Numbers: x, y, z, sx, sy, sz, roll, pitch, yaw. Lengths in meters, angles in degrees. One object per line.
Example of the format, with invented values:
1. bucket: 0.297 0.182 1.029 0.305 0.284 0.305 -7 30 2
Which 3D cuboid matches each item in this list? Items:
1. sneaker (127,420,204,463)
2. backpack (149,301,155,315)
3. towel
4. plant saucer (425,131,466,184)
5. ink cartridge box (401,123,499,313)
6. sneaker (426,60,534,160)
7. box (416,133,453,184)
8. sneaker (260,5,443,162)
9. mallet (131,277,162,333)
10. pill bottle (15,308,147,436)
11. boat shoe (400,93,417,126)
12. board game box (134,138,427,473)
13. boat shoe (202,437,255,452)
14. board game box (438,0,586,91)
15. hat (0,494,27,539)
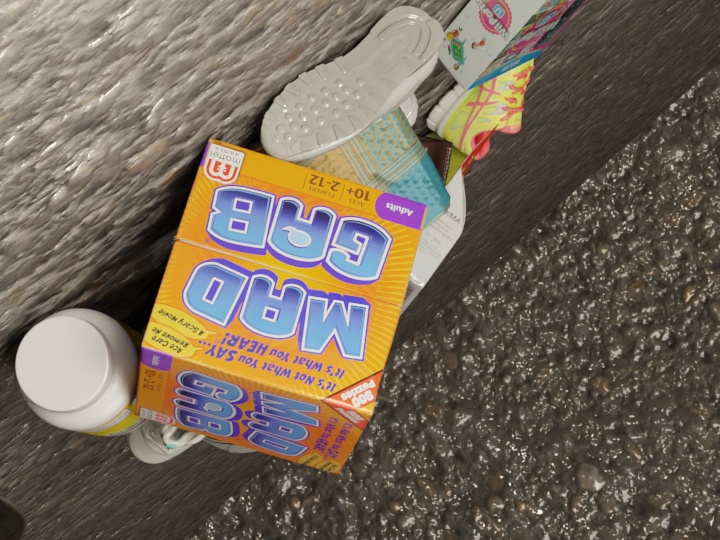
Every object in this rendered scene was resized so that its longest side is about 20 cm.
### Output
1. sneaker: -0.183 0.151 1.673 0.200 0.075 0.089 -42 -162 41
2. backpack: -0.102 0.023 1.752 0.178 0.150 0.200 -60 172 22
3. towel: -0.006 -0.090 1.606 0.147 0.022 0.200 -39 128 -8
4. plant saucer: 0.050 -0.068 2.044 0.200 0.048 0.200 -47 -157 38
5. ink cartridge box: 0.085 -0.044 1.766 0.200 0.047 0.160 -51 178 -21
6. sneaker: 0.163 -0.204 1.921 0.078 0.090 0.200 -29 164 -46
7. box: 0.036 -0.099 1.838 0.200 0.075 0.100 -17 119 -73
8. sneaker: -0.005 -0.151 1.502 0.200 0.076 0.081 -36 165 -20
9. mallet: -0.249 0.076 1.780 0.066 0.041 0.200 -30 162 -39
10. pill bottle: -0.255 0.095 1.574 0.112 0.112 0.200 -40 171 -2
11. boat shoe: -0.032 -0.118 1.628 0.200 0.072 0.069 -34 150 3
12. board game box: -0.075 0.037 1.495 0.200 0.200 0.200 113 -6 -67
13. boat shoe: -0.166 0.139 1.754 0.064 0.200 0.071 51 53 -50
14. board game box: 0.180 -0.283 1.694 0.147 0.064 0.200 -31 168 -46
15. hat: -0.383 0.180 1.503 0.201 0.200 0.081 125 -23 -59
